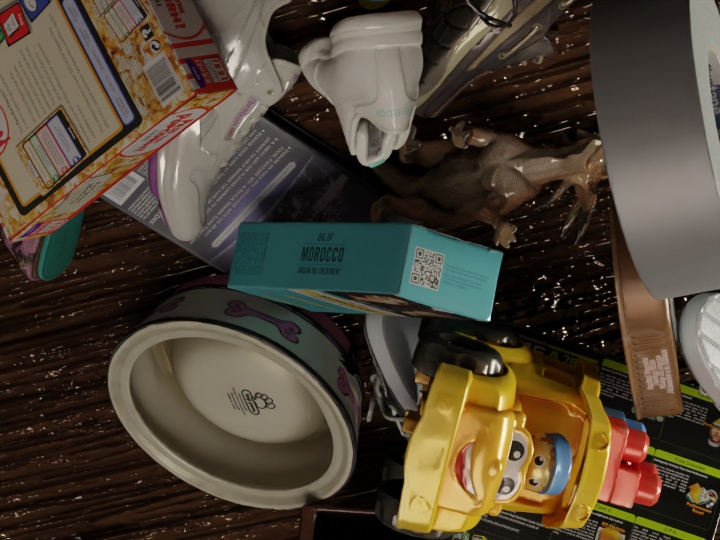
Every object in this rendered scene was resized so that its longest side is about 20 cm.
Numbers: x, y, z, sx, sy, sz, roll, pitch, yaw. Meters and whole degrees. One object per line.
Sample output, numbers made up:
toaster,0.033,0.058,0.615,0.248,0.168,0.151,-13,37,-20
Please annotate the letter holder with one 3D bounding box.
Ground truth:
letter holder,0.032,0.251,1.774,0.142,0.101,0.200,1,165,6

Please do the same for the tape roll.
tape roll,0.202,-0.085,1.440,0.066,0.201,0.201,-11,129,18

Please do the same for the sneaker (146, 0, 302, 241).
sneaker,-0.092,-0.109,1.530,0.099,0.075,0.201,7,115,-6

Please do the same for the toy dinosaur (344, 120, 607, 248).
toy dinosaur,0.089,-0.060,1.568,0.199,0.135,0.086,1,92,35

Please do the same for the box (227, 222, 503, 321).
box,0.000,0.000,1.545,0.082,0.049,0.200,17,171,-36

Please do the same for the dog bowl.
dog bowl,-0.086,0.086,1.701,0.199,0.074,0.201,14,137,14

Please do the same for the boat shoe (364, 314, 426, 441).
boat shoe,0.040,0.087,1.709,0.068,0.074,0.199,-1,145,33

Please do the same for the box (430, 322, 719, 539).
box,0.169,0.160,1.681,0.199,0.194,0.048,18,169,-6

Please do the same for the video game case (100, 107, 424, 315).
video game case,-0.074,-0.050,1.638,0.200,0.019,0.143,32,129,-19

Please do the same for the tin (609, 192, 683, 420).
tin,0.200,0.026,1.583,0.042,0.112,0.200,-2,147,11

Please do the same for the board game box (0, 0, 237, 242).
board game box,-0.192,-0.133,1.504,0.200,0.046,0.152,-33,80,34

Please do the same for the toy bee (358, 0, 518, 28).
toy bee,0.030,-0.214,1.434,0.200,0.109,0.131,37,140,9

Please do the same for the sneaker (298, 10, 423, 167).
sneaker,0.003,-0.109,1.461,0.075,0.200,0.089,-7,88,-4

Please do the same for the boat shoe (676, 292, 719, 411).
boat shoe,0.277,0.083,1.632,0.071,0.072,0.200,10,152,51

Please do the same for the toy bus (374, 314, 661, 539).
toy bus,0.115,0.120,1.548,0.191,0.200,0.136,17,101,2

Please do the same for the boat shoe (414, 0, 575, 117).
boat shoe,0.096,-0.161,1.475,0.073,0.075,0.200,24,136,-19

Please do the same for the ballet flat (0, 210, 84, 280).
ballet flat,-0.214,-0.080,1.606,0.071,0.069,0.200,39,128,15
